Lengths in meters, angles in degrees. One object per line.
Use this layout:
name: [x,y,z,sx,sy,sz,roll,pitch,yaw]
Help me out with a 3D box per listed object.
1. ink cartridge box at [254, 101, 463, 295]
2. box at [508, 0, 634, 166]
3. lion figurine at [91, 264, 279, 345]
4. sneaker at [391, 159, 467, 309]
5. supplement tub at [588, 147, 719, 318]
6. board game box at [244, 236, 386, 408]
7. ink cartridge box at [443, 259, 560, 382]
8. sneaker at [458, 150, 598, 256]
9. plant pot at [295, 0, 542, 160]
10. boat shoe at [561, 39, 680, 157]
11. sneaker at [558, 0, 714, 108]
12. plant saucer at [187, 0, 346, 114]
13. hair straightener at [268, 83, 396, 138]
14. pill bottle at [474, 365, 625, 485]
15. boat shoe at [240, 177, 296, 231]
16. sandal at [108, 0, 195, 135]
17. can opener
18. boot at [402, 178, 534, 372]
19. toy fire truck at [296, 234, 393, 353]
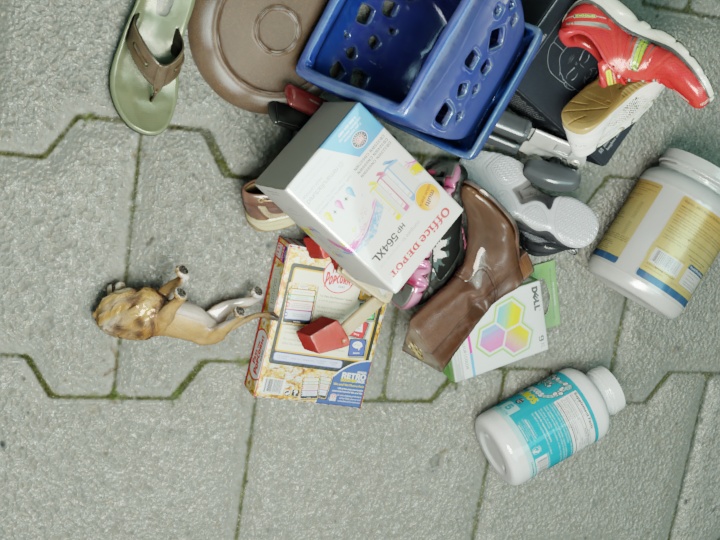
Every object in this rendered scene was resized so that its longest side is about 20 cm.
ink cartridge box: [0.006,-0.075,1.214,0.200,0.125,0.129,42,81,-20]
box: [0.262,-0.254,1.370,0.200,0.107,0.149,36,90,-28]
lion figurine: [-0.208,0.057,1.286,0.200,0.073,0.122,24,129,-33]
sneaker: [0.104,-0.042,1.389,0.095,0.079,0.201,11,102,-32]
supplement tub: [0.419,-0.051,1.473,0.144,0.145,0.200,31,93,-27]
board game box: [-0.050,0.069,1.370,0.151,0.046,0.201,10,101,-24]
ink cartridge box: [0.196,0.066,1.463,0.199,0.059,0.104,-17,111,-17]
sneaker: [0.210,-0.078,1.418,0.200,0.114,0.076,31,74,7]
plant pot: [0.079,-0.251,1.237,0.180,0.200,0.200,28,92,-49]
boat shoe: [0.320,-0.211,1.315,0.200,0.071,0.069,-38,142,-17]
sneaker: [0.317,-0.240,1.257,0.085,0.200,0.077,-50,161,-1]
plant saucer: [-0.100,-0.280,1.256,0.200,0.032,0.201,-6,108,-20]
hair straightener: [-0.031,-0.165,1.311,0.200,0.041,0.077,14,141,-39]
pill bottle: [0.269,0.209,1.507,0.200,0.111,0.111,-26,114,-14]
boat shoe: [-0.047,-0.110,1.286,0.199,0.072,0.072,-17,141,-4]
sandal: [-0.228,-0.250,1.196,0.080,0.057,0.202,8,102,-24]
can opener: [0.188,-0.159,1.351,0.199,0.053,0.067,21,60,-4]
boot: [0.114,0.012,1.341,0.200,0.064,0.187,-43,124,-11]
toy fire truck: [0.000,0.000,1.316,0.200,0.049,0.141,-27,104,-22]
